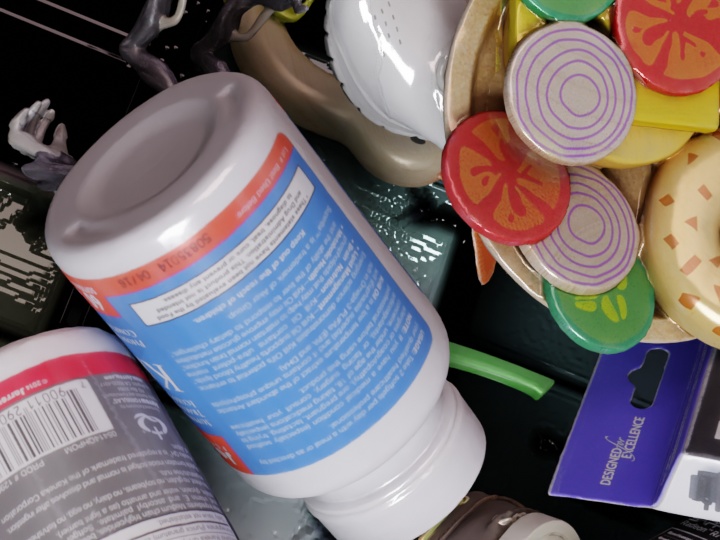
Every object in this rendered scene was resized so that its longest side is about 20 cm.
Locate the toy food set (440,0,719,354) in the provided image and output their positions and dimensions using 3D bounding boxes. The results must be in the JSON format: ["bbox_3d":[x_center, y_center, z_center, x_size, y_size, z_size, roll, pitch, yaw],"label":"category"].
[{"bbox_3d":[0.125,-0.062,1.025,0.197,0.049,0.201,4,82,-20],"label":"toy food set"}]

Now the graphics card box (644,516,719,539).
[{"bbox_3d":[0.097,0.196,0.986,0.200,0.051,0.126,-25,112,-27],"label":"graphics card box"}]

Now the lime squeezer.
[{"bbox_3d":[0.000,0.000,1.100,0.200,0.038,0.071,43,60,8],"label":"lime squeezer"}]

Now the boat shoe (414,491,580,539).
[{"bbox_3d":[0.012,0.176,0.999,0.059,0.072,0.200,22,64,43],"label":"boat shoe"}]

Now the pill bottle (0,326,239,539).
[{"bbox_3d":[-0.098,0.131,0.945,0.110,0.111,0.200,-20,63,-25],"label":"pill bottle"}]

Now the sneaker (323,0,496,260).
[{"bbox_3d":[0.064,-0.071,1.068,0.200,0.087,0.075,44,71,-26],"label":"sneaker"}]

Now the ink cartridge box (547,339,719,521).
[{"bbox_3d":[0.200,0.047,1.052,0.199,0.044,0.198,8,33,14],"label":"ink cartridge box"}]

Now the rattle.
[{"bbox_3d":[0.030,-0.112,1.113,0.130,0.143,0.200,-12,60,-42],"label":"rattle"}]

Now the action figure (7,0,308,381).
[{"bbox_3d":[-0.086,-0.057,1.066,0.119,0.102,0.201,4,101,-45],"label":"action figure"}]

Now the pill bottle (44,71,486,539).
[{"bbox_3d":[-0.032,0.024,0.992,0.200,0.112,0.112,52,54,-28],"label":"pill bottle"}]
